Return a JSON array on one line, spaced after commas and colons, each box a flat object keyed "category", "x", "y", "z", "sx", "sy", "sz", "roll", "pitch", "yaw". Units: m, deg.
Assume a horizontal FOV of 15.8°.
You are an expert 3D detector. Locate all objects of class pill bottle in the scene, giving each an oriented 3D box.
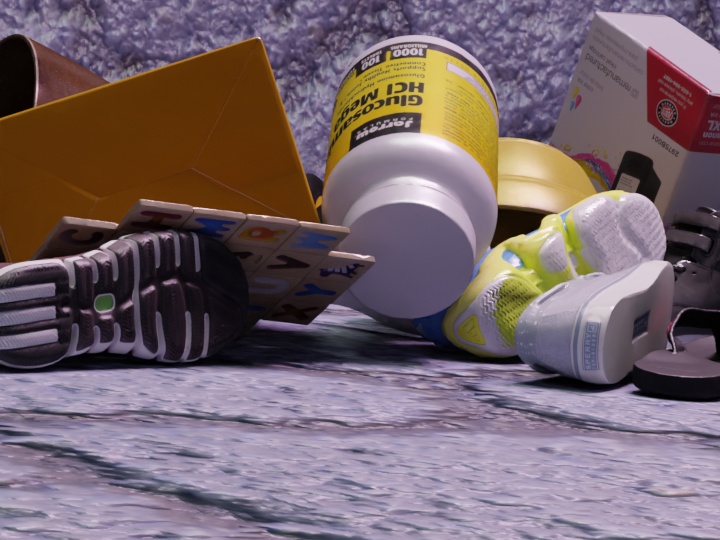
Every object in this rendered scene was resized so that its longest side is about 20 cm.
[{"category": "pill bottle", "x": 0.033, "y": -0.059, "z": 1.657, "sx": 0.112, "sy": 0.113, "sz": 0.200, "roll": 4, "pitch": 32, "yaw": 1}]

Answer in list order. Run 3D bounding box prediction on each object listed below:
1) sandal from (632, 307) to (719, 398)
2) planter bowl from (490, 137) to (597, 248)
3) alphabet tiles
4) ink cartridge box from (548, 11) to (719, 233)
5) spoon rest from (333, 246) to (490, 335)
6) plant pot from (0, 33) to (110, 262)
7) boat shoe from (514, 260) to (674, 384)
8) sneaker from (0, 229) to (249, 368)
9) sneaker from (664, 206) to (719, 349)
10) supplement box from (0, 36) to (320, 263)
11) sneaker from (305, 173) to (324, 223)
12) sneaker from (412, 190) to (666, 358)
[{"category": "sandal", "x": 0.214, "y": 0.046, "z": 1.561, "sx": 0.075, "sy": 0.045, "sz": 0.200, "roll": 5, "pitch": 4, "yaw": 20}, {"category": "planter bowl", "x": 0.107, "y": -0.039, "z": 1.859, "sx": 0.199, "sy": 0.084, "sz": 0.201, "roll": 5, "pitch": -24, "yaw": 2}, {"category": "alphabet tiles", "x": -0.100, "y": 0.002, "z": 1.545, "sx": 0.199, "sy": 0.006, "sz": 0.166, "roll": 7, "pitch": -26, "yaw": -26}, {"category": "ink cartridge box", "x": 0.216, "y": -0.074, "z": 1.958, "sx": 0.083, "sy": 0.201, "sz": 0.146, "roll": -1, "pitch": 29, "yaw": -37}, {"category": "spoon rest", "x": 0.000, "y": 0.000, "z": 1.783, "sx": 0.199, "sy": 0.100, "sz": 0.061, "roll": -7, "pitch": -5, "yaw": 25}, {"category": "plant pot", "x": -0.205, "y": -0.062, "z": 2.007, "sx": 0.199, "sy": 0.188, "sz": 0.187, "roll": 19, "pitch": -4, "yaw": -28}, {"category": "boat shoe", "x": 0.143, "y": 0.028, "z": 1.578, "sx": 0.071, "sy": 0.070, "sz": 0.201, "roll": 9, "pitch": 7, "yaw": 19}, {"category": "sneaker", "x": -0.166, "y": 0.013, "z": 1.477, "sx": 0.115, "sy": 0.076, "sz": 0.199, "roll": 3, "pitch": 3, "yaw": 44}, {"category": "sneaker", "x": 0.206, "y": 0.005, "z": 1.781, "sx": 0.199, "sy": 0.100, "sz": 0.071, "roll": -1, "pitch": 7, "yaw": -38}, {"category": "supplement box", "x": -0.138, "y": -0.060, "z": 1.704, "sx": 0.196, "sy": 0.133, "sz": 0.200, "roll": -18, "pitch": 4, "yaw": -1}, {"category": "sneaker", "x": -0.008, "y": -0.028, "z": 2.065, "sx": 0.090, "sy": 0.070, "sz": 0.200, "roll": 9, "pitch": -12, "yaw": 14}, {"category": "sneaker", "x": 0.110, "y": -0.001, "z": 1.702, "sx": 0.105, "sy": 0.076, "sz": 0.200, "roll": -3, "pitch": 15, "yaw": 46}]
